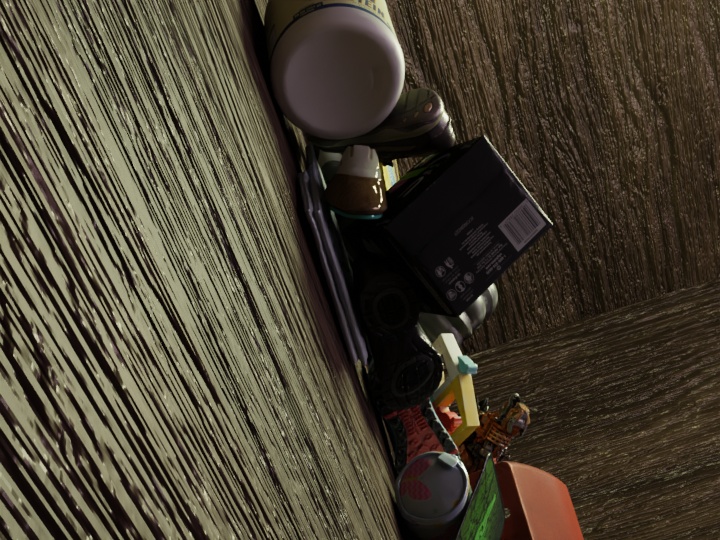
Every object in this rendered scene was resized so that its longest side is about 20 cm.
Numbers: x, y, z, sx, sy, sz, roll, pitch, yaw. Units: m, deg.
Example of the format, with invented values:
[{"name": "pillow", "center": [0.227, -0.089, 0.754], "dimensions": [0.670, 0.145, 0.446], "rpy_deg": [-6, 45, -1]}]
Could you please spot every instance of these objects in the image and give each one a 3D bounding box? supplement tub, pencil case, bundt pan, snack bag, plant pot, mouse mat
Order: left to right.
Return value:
[{"name": "supplement tub", "center": [-0.033, -0.252, 1.238], "dimensions": [0.201, 0.143, 0.147], "rpy_deg": [-102, 173, -54]}, {"name": "snack bag", "center": [-0.032, -0.025, 1.217], "dimensions": [0.201, 0.021, 0.191], "rpy_deg": [-100, 173, -62]}, {"name": "bundt pan", "center": [0.123, 0.078, 1.615], "dimensions": [0.076, 0.202, 0.202], "rpy_deg": [44, 1, 7]}, {"name": "pencil case", "center": [0.098, 0.281, 1.276], "dimensions": [0.083, 0.090, 0.201], "rpy_deg": [45, -12, 35]}, {"name": "mouse mat", "center": [0.119, 0.320, 1.235], "dimensions": [0.202, 0.007, 0.162], "rpy_deg": [-62, 152, -31]}, {"name": "plant pot", "center": [0.174, 0.356, 1.432], "dimensions": [0.177, 0.197, 0.202], "rpy_deg": [52, 19, -48]}]

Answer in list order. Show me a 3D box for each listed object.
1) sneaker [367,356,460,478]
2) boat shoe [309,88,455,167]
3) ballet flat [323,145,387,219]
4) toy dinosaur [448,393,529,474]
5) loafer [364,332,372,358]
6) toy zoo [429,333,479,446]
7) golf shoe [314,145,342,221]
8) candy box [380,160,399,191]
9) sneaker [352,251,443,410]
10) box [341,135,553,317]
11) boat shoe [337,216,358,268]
[{"name": "sneaker", "center": [0.065, 0.178, 1.339], "dimensions": [0.096, 0.078, 0.203], "rpy_deg": [-99, 172, -76]}, {"name": "boat shoe", "center": [0.022, -0.148, 1.263], "dimensions": [0.074, 0.198, 0.075], "rpy_deg": [50, 60, -32]}, {"name": "ballet flat", "center": [-0.003, -0.095, 1.186], "dimensions": [0.200, 0.067, 0.074], "rpy_deg": [-87, -175, -85]}, {"name": "toy dinosaur", "center": [0.141, 0.231, 1.511], "dimensions": [0.102, 0.198, 0.137], "rpy_deg": [47, 13, -44]}, {"name": "loafer", "center": [0.040, 0.081, 1.414], "dimensions": [0.201, 0.071, 0.074], "rpy_deg": [69, 6, -48]}, {"name": "toy zoo", "center": [0.101, 0.175, 1.483], "dimensions": [0.201, 0.020, 0.133], "rpy_deg": [125, -42, -50]}, {"name": "golf shoe", "center": [-0.015, -0.112, 1.416], "dimensions": [0.200, 0.076, 0.096], "rpy_deg": [64, 10, -73]}, {"name": "candy box", "center": [0.037, -0.060, 1.374], "dimensions": [0.102, 0.026, 0.204], "rpy_deg": [-28, 109, -75]}, {"name": "sneaker", "center": [0.037, 0.064, 1.225], "dimensions": [0.091, 0.075, 0.202], "rpy_deg": [-118, -167, -53]}, {"name": "box", "center": [0.088, -0.045, 1.230], "dimensions": [0.125, 0.148, 0.200], "rpy_deg": [50, -11, -10]}, {"name": "boat shoe", "center": [0.000, 0.000, 1.417], "dimensions": [0.202, 0.056, 0.067], "rpy_deg": [76, -11, -48]}]
